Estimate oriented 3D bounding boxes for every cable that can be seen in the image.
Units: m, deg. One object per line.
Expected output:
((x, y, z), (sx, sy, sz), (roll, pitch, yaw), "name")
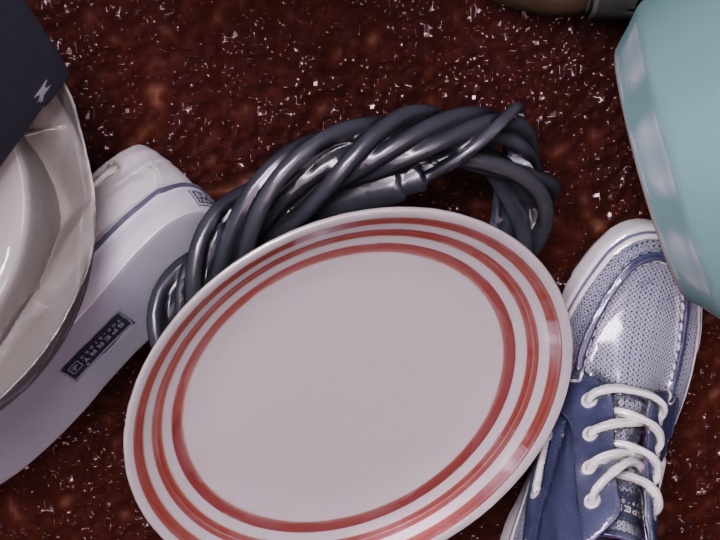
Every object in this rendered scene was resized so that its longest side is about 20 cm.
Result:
((0.000, 0.000, 0.815), (0.163, 0.051, 0.200), (24, 112, -34), "cable")

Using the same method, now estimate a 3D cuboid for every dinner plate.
((-0.005, 0.054, 0.803), (0.200, 0.024, 0.200), (-11, 126, -15), "dinner plate")

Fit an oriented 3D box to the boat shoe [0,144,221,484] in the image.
((-0.148, 0.025, 0.809), (0.200, 0.066, 0.072), (-45, 149, 2), "boat shoe")

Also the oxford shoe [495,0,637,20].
((0.077, -0.193, 0.771), (0.084, 0.073, 0.200), (0, 122, 0), "oxford shoe")

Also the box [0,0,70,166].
((-0.234, -0.081, 0.689), (0.200, 0.104, 0.148), (31, 81, 11), "box")

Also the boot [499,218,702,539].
((0.120, 0.081, 0.858), (0.073, 0.090, 0.200), (10, 103, -12), "boot")

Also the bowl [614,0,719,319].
((0.173, -0.054, 0.795), (0.105, 0.201, 0.201), (-16, 108, 14), "bowl")

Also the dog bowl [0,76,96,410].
((-0.198, -0.017, 0.754), (0.200, 0.059, 0.200), (-1, 77, 5), "dog bowl")
